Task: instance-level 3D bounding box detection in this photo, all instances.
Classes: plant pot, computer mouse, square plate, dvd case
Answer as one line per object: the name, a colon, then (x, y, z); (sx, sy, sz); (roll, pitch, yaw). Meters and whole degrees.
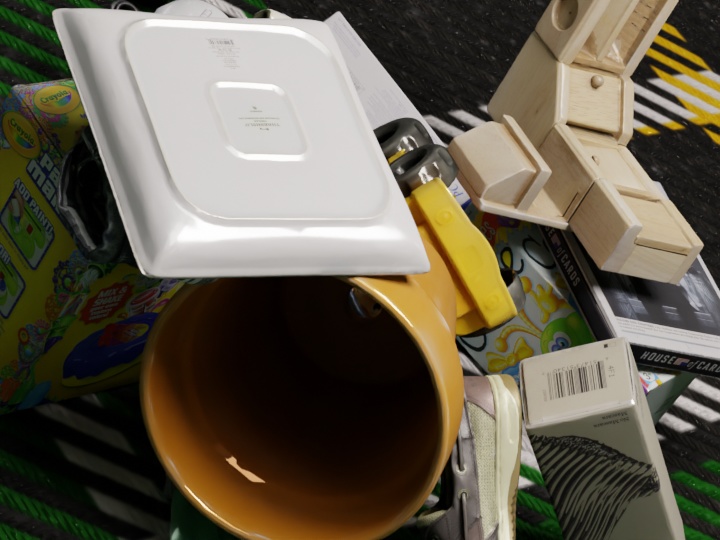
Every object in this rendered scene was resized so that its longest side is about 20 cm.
plant pot: (-0.019, 0.052, 1.524); (0.200, 0.201, 0.183); (35, 27, 0)
computer mouse: (-0.133, -0.183, 1.838); (0.109, 0.044, 0.200); (30, 13, -2)
square plate: (-0.067, -0.083, 1.413); (0.199, 0.028, 0.199); (-1, 55, -34)
dvd case: (0.208, -0.004, 1.810); (0.149, 0.025, 0.201); (10, 42, -35)

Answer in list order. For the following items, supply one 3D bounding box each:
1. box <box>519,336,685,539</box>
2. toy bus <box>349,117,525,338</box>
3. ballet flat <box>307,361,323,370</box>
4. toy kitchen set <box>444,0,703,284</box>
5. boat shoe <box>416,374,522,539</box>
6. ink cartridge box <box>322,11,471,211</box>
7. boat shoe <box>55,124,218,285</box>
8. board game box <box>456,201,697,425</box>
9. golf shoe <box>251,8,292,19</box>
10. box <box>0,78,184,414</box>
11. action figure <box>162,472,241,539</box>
box: (0.172, 0.144, 1.650); (0.069, 0.082, 0.201); (-92, 164, -48)
toy bus: (0.000, 0.000, 1.683); (0.136, 0.191, 0.200); (61, -3, -18)
ballet flat: (-0.009, 0.104, 1.665); (0.199, 0.071, 0.071); (14, 41, -27)
toy kitchen set: (0.170, -0.127, 1.732); (0.162, 0.181, 0.200); (10, 34, -36)
boat shoe: (0.069, 0.170, 1.592); (0.065, 0.072, 0.203); (4, 87, -8)
ink cartridge box: (0.030, -0.108, 1.903); (0.200, 0.044, 0.094); (53, -2, 23)
boat shoe: (-0.141, -0.083, 1.429); (0.090, 0.071, 0.201); (10, 46, -36)
board game box: (0.154, 0.039, 1.827); (0.200, 0.105, 0.103); (48, 37, 17)
golf shoe: (-0.094, -0.100, 1.736); (0.097, 0.078, 0.201); (44, 65, -43)
box: (-0.162, -0.025, 1.572); (0.199, 0.193, 0.122); (-13, 57, -45)
action figure: (-0.093, 0.134, 1.568); (0.117, 0.055, 0.201); (6, 49, -31)
